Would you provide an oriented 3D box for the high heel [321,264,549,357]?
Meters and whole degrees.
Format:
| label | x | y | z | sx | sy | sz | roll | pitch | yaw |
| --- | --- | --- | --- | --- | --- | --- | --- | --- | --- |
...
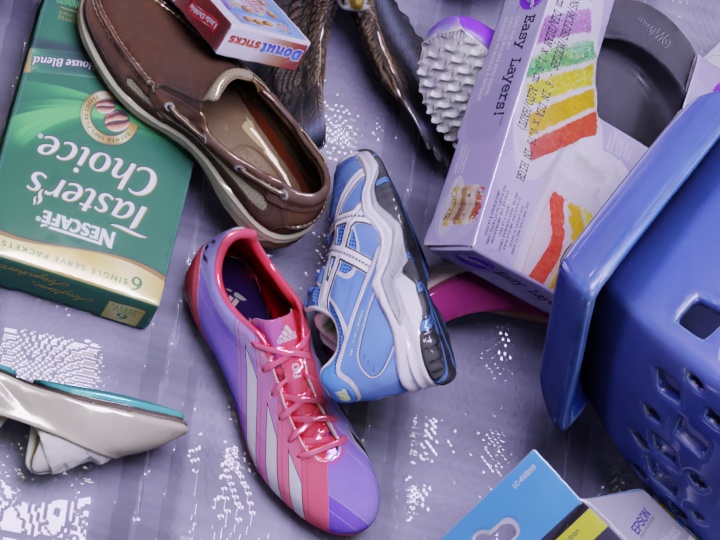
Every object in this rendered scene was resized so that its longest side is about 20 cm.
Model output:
| label | x | y | z | sx | sy | sz | roll | pitch | yaw |
| --- | --- | --- | --- | --- | --- | --- | --- | --- | --- |
| high heel | 0.075 | 0.035 | 1.580 | 0.199 | 0.067 | 0.097 | -26 | 105 | -13 |

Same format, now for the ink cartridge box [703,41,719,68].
| label | x | y | z | sx | sy | sz | roll | pitch | yaw |
| --- | --- | --- | --- | --- | --- | --- | --- | --- | --- |
| ink cartridge box | 0.315 | -0.135 | 1.676 | 0.200 | 0.162 | 0.057 | -47 | 131 | -27 |

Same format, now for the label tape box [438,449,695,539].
| label | x | y | z | sx | sy | sz | roll | pitch | yaw |
| --- | --- | --- | --- | --- | --- | --- | --- | --- | --- |
| label tape box | 0.140 | 0.206 | 1.474 | 0.200 | 0.143 | 0.066 | 45 | 32 | 4 |

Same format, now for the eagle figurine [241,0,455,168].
| label | x | y | z | sx | sy | sz | roll | pitch | yaw |
| --- | --- | --- | --- | --- | --- | --- | --- | --- | --- |
| eagle figurine | -0.013 | -0.169 | 1.605 | 0.151 | 0.201 | 0.151 | 8 | 20 | 21 |

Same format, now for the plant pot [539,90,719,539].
| label | x | y | z | sx | sy | sz | roll | pitch | yaw |
| --- | --- | --- | --- | --- | --- | --- | --- | --- | --- |
| plant pot | 0.219 | 0.027 | 1.440 | 0.179 | 0.200 | 0.200 | 32 | 64 | 16 |

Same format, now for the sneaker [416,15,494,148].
| label | x | y | z | sx | sy | sz | roll | pitch | yaw |
| --- | --- | --- | --- | --- | --- | --- | --- | --- | --- |
| sneaker | 0.111 | -0.111 | 1.620 | 0.200 | 0.069 | 0.100 | 45 | 45 | -33 |

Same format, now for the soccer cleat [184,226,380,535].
| label | x | y | z | sx | sy | sz | roll | pitch | yaw |
| --- | --- | --- | --- | --- | --- | --- | --- | --- | --- |
| soccer cleat | -0.045 | 0.067 | 1.509 | 0.066 | 0.076 | 0.201 | -22 | 77 | -26 |

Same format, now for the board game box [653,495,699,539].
| label | x | y | z | sx | sy | sz | roll | pitch | yaw |
| --- | --- | --- | --- | --- | --- | --- | --- | --- | --- |
| board game box | 0.253 | 0.142 | 1.566 | 0.104 | 0.103 | 0.201 | 0 | 69 | -19 |

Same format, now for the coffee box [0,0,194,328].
| label | x | y | z | sx | sy | sz | roll | pitch | yaw |
| --- | --- | --- | --- | --- | --- | --- | --- | --- | --- |
| coffee box | -0.163 | -0.074 | 1.545 | 0.122 | 0.044 | 0.201 | 19 | 64 | -12 |

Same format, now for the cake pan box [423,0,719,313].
| label | x | y | z | sx | sy | sz | roll | pitch | yaw |
| --- | --- | --- | --- | --- | --- | --- | --- | --- | --- |
| cake pan box | 0.146 | -0.069 | 1.552 | 0.184 | 0.052 | 0.201 | 30 | 72 | -36 |

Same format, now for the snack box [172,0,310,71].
| label | x | y | z | sx | sy | sz | roll | pitch | yaw |
| --- | --- | --- | --- | --- | --- | --- | --- | --- | --- |
| snack box | -0.111 | -0.198 | 1.564 | 0.072 | 0.024 | 0.200 | 9 | 33 | -48 |

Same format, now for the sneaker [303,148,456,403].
| label | x | y | z | sx | sy | sz | roll | pitch | yaw |
| --- | --- | --- | --- | --- | --- | --- | --- | --- | --- |
| sneaker | 0.000 | 0.000 | 1.504 | 0.077 | 0.076 | 0.200 | -22 | 39 | 8 |

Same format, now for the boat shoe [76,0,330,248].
| label | x | y | z | sx | sy | sz | roll | pitch | yaw |
| --- | --- | --- | --- | --- | --- | --- | --- | --- | --- |
| boat shoe | -0.089 | -0.110 | 1.521 | 0.202 | 0.075 | 0.075 | 46 | 60 | -1 |

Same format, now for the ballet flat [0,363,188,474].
| label | x | y | z | sx | sy | sz | roll | pitch | yaw |
| --- | --- | --- | --- | --- | --- | --- | --- | --- | --- |
| ballet flat | -0.203 | 0.085 | 1.462 | 0.199 | 0.070 | 0.070 | 19 | 64 | -9 |
